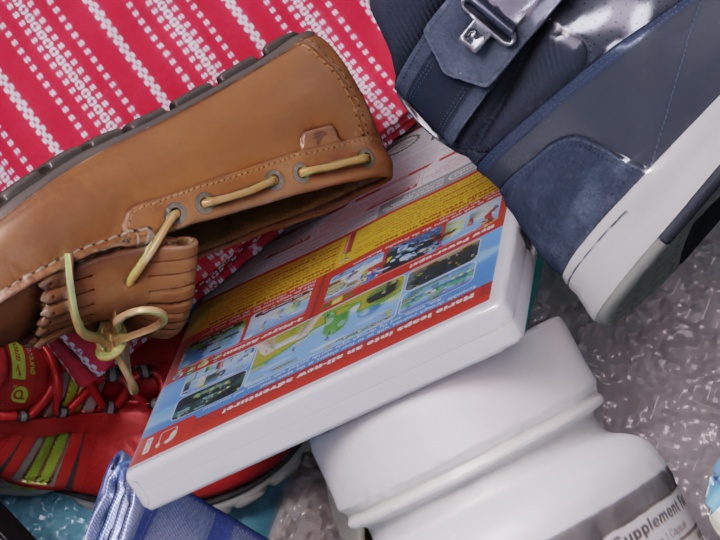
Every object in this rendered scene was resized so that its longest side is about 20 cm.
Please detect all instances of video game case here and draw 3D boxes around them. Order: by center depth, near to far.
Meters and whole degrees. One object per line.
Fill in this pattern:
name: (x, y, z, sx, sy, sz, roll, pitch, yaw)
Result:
video game case: (0.000, 0.000, 0.932, 0.143, 0.200, 0.017, -25, 110, 19)

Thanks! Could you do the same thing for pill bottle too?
pill bottle: (0.069, 0.124, 0.884, 0.113, 0.114, 0.201, -27, 87, 0)

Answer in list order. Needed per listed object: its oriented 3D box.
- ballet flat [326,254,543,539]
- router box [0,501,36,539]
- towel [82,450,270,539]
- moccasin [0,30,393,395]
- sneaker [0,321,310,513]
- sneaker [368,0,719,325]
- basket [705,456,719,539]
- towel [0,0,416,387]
ballet flat: (0.025, 0.036, 0.972, 0.068, 0.068, 0.201, 17, 68, -26)
router box: (-0.203, 0.117, 0.960, 0.200, 0.052, 0.158, 43, 116, 21)
towel: (-0.070, 0.178, 0.908, 0.024, 0.147, 0.201, 4, 67, 40)
moccasin: (-0.077, -0.005, 0.908, 0.201, 0.074, 0.078, -31, 86, -30)
sneaker: (-0.112, 0.049, 0.990, 0.199, 0.085, 0.077, -2, 71, 10)
sneaker: (0.094, -0.104, 0.834, 0.146, 0.077, 0.202, 48, 109, 14)
basket: (0.208, 0.039, 0.889, 0.200, 0.176, 0.139, -44, 79, 1)
towel: (-0.065, -0.074, 0.964, 0.200, 0.022, 0.145, -40, 103, -21)
